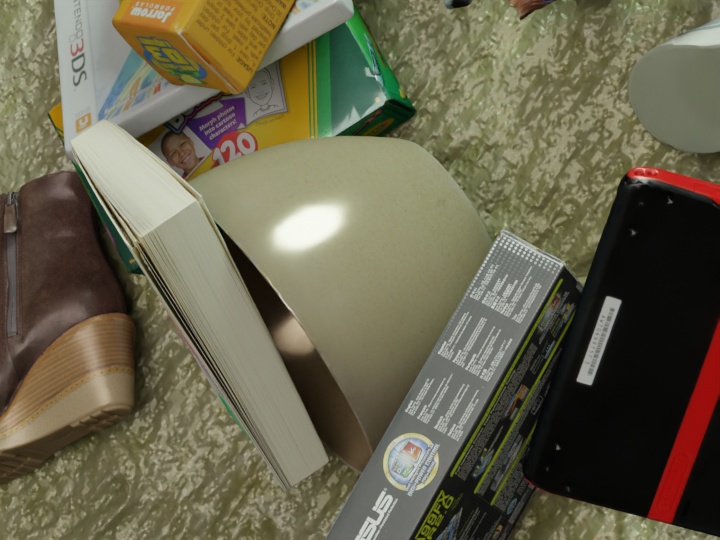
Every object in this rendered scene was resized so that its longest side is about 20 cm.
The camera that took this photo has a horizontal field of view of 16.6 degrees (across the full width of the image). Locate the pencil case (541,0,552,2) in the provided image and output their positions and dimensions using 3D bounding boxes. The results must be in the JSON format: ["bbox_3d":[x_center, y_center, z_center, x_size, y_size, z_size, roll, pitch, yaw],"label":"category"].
[{"bbox_3d":[0.198,-0.199,1.390,0.198,0.093,0.086,-1,117,2],"label":"pencil case"}]

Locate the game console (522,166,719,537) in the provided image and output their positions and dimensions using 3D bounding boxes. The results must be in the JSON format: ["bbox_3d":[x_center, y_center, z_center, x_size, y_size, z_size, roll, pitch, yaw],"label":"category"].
[{"bbox_3d":[0.199,0.053,1.370,0.175,0.031,0.201,16,111,-3],"label":"game console"}]

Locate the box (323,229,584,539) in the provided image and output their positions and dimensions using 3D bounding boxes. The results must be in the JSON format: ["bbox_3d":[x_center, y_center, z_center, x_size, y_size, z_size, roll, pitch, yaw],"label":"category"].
[{"bbox_3d":[0.067,0.093,1.386,0.044,0.160,0.201,28,85,23],"label":"box"}]

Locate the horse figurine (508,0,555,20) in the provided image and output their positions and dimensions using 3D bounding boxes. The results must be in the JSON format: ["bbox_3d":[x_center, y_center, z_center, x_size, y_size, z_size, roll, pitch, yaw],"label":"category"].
[{"bbox_3d":[0.120,-0.249,1.469,0.132,0.050,0.202,-9,81,25],"label":"horse figurine"}]

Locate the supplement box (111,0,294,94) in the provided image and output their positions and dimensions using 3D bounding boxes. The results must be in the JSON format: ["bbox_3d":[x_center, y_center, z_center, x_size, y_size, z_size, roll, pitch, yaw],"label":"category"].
[{"bbox_3d":[-0.062,-0.203,1.427,0.066,0.069,0.201,11,70,43],"label":"supplement box"}]

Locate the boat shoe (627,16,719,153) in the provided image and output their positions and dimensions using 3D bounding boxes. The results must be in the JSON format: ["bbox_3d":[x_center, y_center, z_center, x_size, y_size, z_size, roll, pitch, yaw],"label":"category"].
[{"bbox_3d":[0.233,-0.120,1.387,0.200,0.071,0.070,-21,99,56],"label":"boat shoe"}]

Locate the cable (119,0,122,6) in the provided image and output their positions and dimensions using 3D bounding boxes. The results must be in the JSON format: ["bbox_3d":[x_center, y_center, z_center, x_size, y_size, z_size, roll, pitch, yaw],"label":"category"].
[{"bbox_3d":[-0.142,-0.235,1.500,0.050,0.098,0.201,-7,48,-17],"label":"cable"}]

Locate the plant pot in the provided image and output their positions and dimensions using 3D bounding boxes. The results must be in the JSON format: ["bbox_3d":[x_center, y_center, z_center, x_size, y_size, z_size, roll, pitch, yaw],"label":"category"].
[{"bbox_3d":[0.000,0.000,1.434,0.134,0.201,0.201,-35,74,-12],"label":"plant pot"}]

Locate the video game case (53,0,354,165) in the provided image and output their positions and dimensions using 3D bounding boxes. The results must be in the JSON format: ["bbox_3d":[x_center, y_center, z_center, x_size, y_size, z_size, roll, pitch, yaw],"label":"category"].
[{"bbox_3d":[-0.102,-0.176,1.502,0.199,0.022,0.183,-27,47,19],"label":"video game case"}]

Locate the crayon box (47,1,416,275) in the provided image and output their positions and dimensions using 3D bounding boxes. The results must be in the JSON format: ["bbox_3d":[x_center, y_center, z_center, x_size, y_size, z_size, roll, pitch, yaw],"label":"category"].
[{"bbox_3d":[-0.080,-0.098,1.522,0.199,0.058,0.119,-33,76,14],"label":"crayon box"}]

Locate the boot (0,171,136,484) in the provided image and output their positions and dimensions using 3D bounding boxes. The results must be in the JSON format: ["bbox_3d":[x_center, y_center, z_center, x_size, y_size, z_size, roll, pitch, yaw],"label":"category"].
[{"bbox_3d":[-0.235,0.043,1.576,0.199,0.072,0.168,-23,67,18],"label":"boot"}]

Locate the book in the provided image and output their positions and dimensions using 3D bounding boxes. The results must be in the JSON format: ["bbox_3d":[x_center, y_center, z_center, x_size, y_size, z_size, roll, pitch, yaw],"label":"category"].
[{"bbox_3d":[-0.093,0.018,1.430,0.048,0.201,0.134,-33,35,-7],"label":"book"}]

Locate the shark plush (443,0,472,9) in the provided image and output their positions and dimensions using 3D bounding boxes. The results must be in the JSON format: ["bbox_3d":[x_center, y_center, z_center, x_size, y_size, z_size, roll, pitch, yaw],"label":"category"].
[{"bbox_3d":[0.053,-0.257,1.468,0.083,0.090,0.202,-24,83,55],"label":"shark plush"}]
